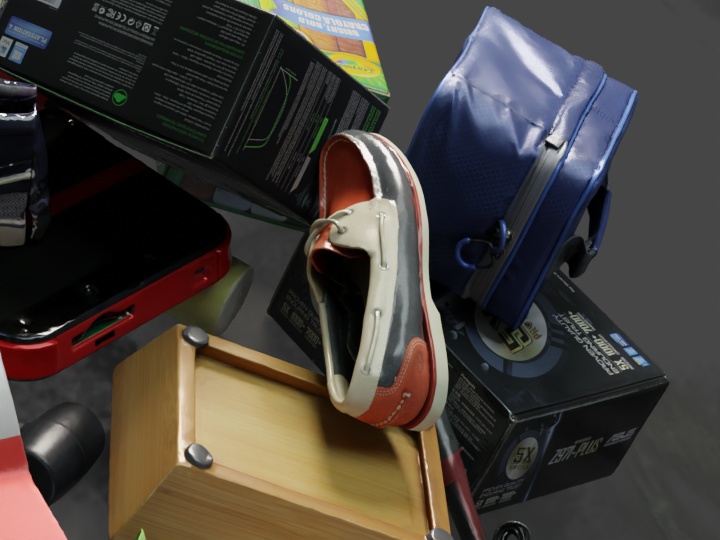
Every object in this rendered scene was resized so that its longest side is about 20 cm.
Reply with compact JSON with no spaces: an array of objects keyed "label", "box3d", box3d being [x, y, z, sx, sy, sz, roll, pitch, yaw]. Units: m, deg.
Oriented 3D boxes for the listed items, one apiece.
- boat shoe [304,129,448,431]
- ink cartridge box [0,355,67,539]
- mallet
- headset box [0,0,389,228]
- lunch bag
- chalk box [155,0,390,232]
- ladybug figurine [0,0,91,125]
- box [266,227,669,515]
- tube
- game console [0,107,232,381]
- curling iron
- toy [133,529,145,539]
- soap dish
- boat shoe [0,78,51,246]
[{"label":"boat shoe","box3d":[0.000,0.000,1.435,0.062,0.071,0.201,12,52,-32]},{"label":"ink cartridge box","box3d":[-0.250,0.082,1.273,0.160,0.050,0.200,-12,45,-31]},{"label":"mallet","box3d":[-0.229,0.059,1.375,0.199,0.041,0.066,33,31,16]},{"label":"headset box","box3d":[-0.099,-0.111,1.510,0.173,0.093,0.200,24,-3,24]},{"label":"lunch bag","box3d":[0.096,-0.059,1.556,0.132,0.136,0.200,27,30,1]},{"label":"chalk box","box3d":[-0.064,-0.116,1.696,0.124,0.124,0.201,15,32,-22]},{"label":"ladybug figurine","box3d":[-0.177,-0.148,1.631,0.072,0.136,0.200,32,24,19]},{"label":"box","box3d":[0.068,0.048,1.595,0.163,0.086,0.200,-9,47,-47]},{"label":"tube","box3d":[-0.162,-0.027,1.557,0.199,0.052,0.058,29,-6,8]},{"label":"game console","box3d":[-0.192,-0.018,1.484,0.176,0.031,0.200,32,40,27]},{"label":"curling iron","box3d":[0.060,0.111,1.483,0.201,0.049,0.026,64,7,22]},{"label":"toy","box3d":[-0.030,0.179,1.286,0.199,0.048,0.115,22,-9,-8]},{"label":"soap dish","box3d":[-0.041,0.119,1.394,0.199,0.081,0.158,21,30,-17]},{"label":"boat shoe","box3d":[-0.273,-0.073,1.431,0.198,0.093,0.075,3,36,-11]}]
